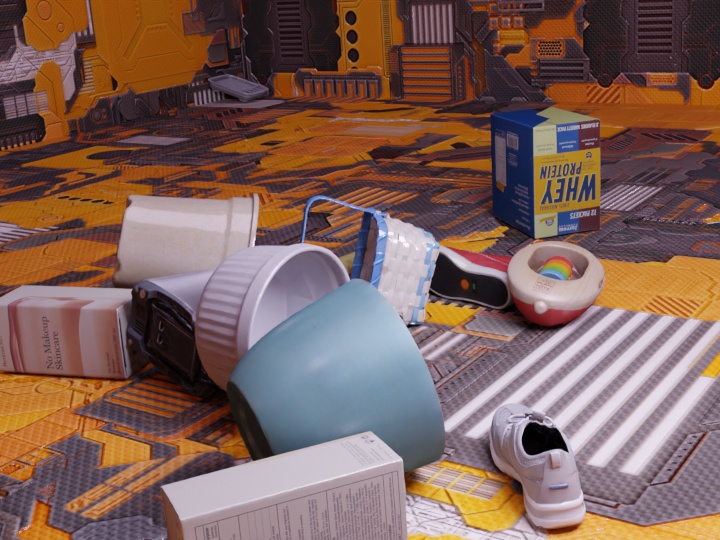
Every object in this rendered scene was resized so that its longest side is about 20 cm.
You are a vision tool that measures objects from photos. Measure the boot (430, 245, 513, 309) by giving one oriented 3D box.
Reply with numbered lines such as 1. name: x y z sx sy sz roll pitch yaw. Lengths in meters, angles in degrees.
1. boot: 0.191 -0.004 1.621 0.199 0.073 0.144 21 28 37

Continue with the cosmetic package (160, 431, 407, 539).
1. cosmetic package: -0.062 0.218 0.897 0.198 0.105 0.073 -10 17 -22

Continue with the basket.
1. basket: 0.001 -0.002 1.490 0.198 0.178 0.139 11 13 -18

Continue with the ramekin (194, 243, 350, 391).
1. ramekin: -0.104 0.064 1.234 0.104 0.202 0.200 9 21 35

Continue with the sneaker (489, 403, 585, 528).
1. sneaker: 0.177 0.169 1.030 0.074 0.083 0.200 -6 17 -8

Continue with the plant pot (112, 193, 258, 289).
1. plant pot: -0.253 -0.027 1.495 0.181 0.203 0.201 10 15 -11

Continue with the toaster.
1. toaster: -0.197 0.077 1.346 0.199 0.115 0.129 30 31 33

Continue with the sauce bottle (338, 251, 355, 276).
1. sauce bottle: 0.000 0.000 1.654 0.066 0.067 0.199 12 25 43

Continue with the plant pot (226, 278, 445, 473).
1. plant pot: -0.036 0.133 1.033 0.160 0.202 0.200 -25 23 -19

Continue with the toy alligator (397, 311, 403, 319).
1. toy alligator: -0.018 0.099 1.366 0.198 0.060 0.055 -13 59 -27

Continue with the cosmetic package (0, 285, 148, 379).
1. cosmetic package: -0.391 0.082 1.420 0.198 0.105 0.087 0 16 18

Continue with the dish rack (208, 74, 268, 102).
1. dish rack: -0.467 -0.691 3.980 0.198 0.044 0.171 23 26 17

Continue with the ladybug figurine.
1. ladybug figurine: 0.273 0.022 1.481 0.135 0.073 0.200 17 28 20

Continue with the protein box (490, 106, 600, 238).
1. protein box: 0.341 -0.187 1.947 0.133 0.202 0.199 -9 17 -14
